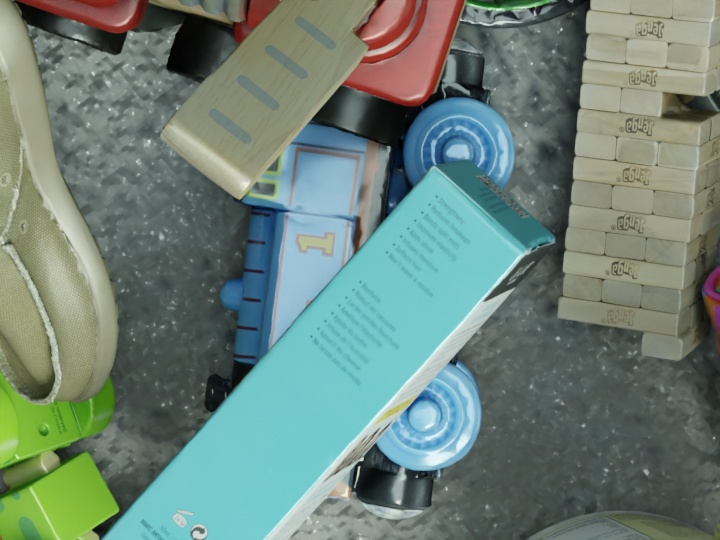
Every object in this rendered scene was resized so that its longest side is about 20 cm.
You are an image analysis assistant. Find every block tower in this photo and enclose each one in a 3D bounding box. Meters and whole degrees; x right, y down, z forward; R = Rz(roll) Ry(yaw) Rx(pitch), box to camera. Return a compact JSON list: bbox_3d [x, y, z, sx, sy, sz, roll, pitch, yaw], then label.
[{"bbox_3d":[0.122,-0.068,1.051,0.058,0.054,0.200,8,104,22],"label":"block tower"}]

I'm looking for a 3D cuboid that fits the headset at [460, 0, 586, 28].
[{"bbox_3d":[0.054,-0.199,1.051,0.123,0.094,0.200,-11,98,-7],"label":"headset"}]

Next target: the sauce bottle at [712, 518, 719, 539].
[{"bbox_3d":[0.130,0.159,0.877,0.066,0.066,0.200,21,90,-6],"label":"sauce bottle"}]

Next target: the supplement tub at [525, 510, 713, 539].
[{"bbox_3d":[0.113,0.171,1.006,0.145,0.200,0.145,0,90,-7],"label":"supplement tub"}]

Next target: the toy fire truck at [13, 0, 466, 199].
[{"bbox_3d":[-0.055,-0.100,0.915,0.176,0.200,0.129,19,92,1],"label":"toy fire truck"}]

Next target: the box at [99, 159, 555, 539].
[{"bbox_3d":[-0.013,0.047,0.975,0.049,0.082,0.200,43,101,6],"label":"box"}]

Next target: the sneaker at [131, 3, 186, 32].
[{"bbox_3d":[-0.080,-0.130,1.053,0.200,0.077,0.084,17,96,3],"label":"sneaker"}]

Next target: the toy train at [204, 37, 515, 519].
[{"bbox_3d":[0.000,0.000,1.054,0.114,0.087,0.200,8,92,2],"label":"toy train"}]

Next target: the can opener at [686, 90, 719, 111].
[{"bbox_3d":[0.186,-0.040,1.097,0.066,0.053,0.200,-33,93,29],"label":"can opener"}]

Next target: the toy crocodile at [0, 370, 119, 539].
[{"bbox_3d":[-0.130,0.093,1.051,0.067,0.062,0.200,-23,91,-45],"label":"toy crocodile"}]

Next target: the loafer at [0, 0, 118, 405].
[{"bbox_3d":[-0.148,-0.025,0.961,0.067,0.076,0.200,-32,128,-24],"label":"loafer"}]

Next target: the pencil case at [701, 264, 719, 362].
[{"bbox_3d":[0.200,0.084,1.058,0.088,0.088,0.200,-17,103,-6],"label":"pencil case"}]
